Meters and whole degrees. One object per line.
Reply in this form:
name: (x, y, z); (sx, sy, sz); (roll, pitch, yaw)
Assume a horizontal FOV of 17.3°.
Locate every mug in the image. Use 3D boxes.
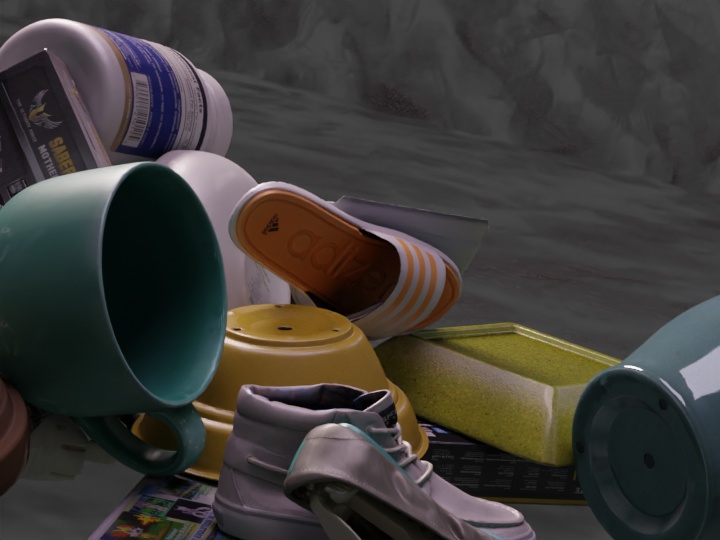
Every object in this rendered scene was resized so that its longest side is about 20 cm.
mug: (-0.169, 0.030, 1.474); (0.114, 0.185, 0.152); (-7, -16, 26)

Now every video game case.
video game case: (-0.058, 0.165, 1.444); (0.182, 0.022, 0.200); (11, 11, 6)

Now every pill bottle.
pill bottle: (-0.180, -0.117, 1.751); (0.116, 0.116, 0.200); (15, 3, 24)

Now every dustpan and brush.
dustpan and brush: (-0.008, 0.024, 1.720); (0.139, 0.200, 0.057); (8, 29, -32)

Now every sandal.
sandal: (-0.005, 0.006, 1.626); (0.206, 0.079, 0.059); (25, 18, -39)

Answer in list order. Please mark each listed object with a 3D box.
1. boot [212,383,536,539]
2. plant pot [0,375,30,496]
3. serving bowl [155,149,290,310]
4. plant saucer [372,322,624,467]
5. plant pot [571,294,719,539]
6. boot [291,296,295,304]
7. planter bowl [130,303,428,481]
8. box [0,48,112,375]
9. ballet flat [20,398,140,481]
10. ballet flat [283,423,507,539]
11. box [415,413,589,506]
boot: (0.016, 0.121, 1.421); (0.200, 0.096, 0.074); (8, 11, -11)
plant pot: (-0.296, 0.072, 1.382); (0.200, 0.093, 0.201); (-1, 24, 0)
serving bowl: (-0.097, 0.009, 1.719); (0.066, 0.201, 0.200); (-4, 5, 21)
plant saucer: (0.120, 0.082, 1.721); (0.199, 0.048, 0.200); (19, 14, 38)
plant pot: (0.253, 0.111, 1.607); (0.188, 0.201, 0.200); (-14, 23, -34)
boot: (-0.133, 0.029, 1.973); (0.188, 0.069, 0.200); (13, 12, 12)
planter bowl: (-0.052, 0.073, 1.576); (0.200, 0.084, 0.200); (3, 15, -1)
box: (-0.238, -0.028, 1.615); (0.158, 0.200, 0.048); (-27, -15, 5)
ballet flat: (-0.196, 0.104, 1.545); (0.075, 0.068, 0.200); (34, 15, 13)
ballet flat: (0.040, 0.167, 1.362); (0.200, 0.067, 0.064); (37, 52, -2)
box: (0.069, 0.123, 1.715); (0.200, 0.049, 0.160); (5, 14, -27)
